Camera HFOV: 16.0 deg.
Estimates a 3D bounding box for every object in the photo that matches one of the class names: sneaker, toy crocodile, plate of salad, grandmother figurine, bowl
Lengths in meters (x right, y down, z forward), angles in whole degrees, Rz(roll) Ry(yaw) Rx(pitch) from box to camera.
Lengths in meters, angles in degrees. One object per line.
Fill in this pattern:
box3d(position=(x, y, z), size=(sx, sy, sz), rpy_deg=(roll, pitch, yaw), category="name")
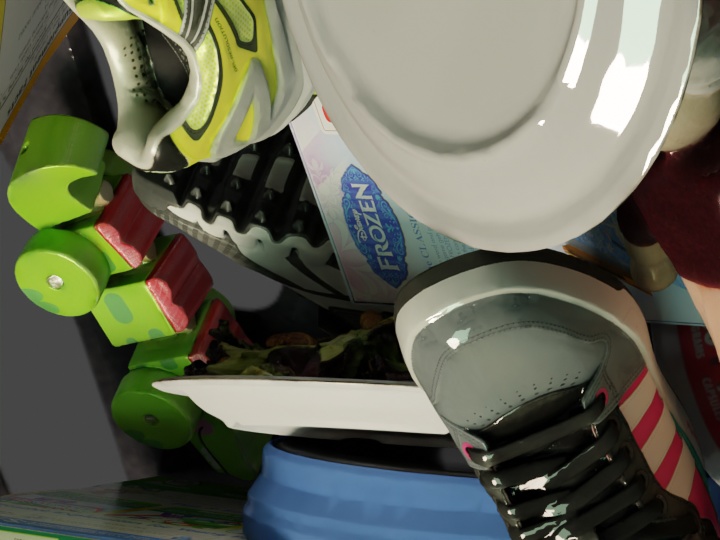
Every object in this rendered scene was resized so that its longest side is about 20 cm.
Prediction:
box3d(position=(0.000, 0.000, 1.037), size=(0.199, 0.067, 0.091), rpy_deg=(15, 135, 8), category="sneaker")
box3d(position=(-0.088, 0.012, 1.090), size=(0.061, 0.068, 0.200), rpy_deg=(-9, 128, 33), category="toy crocodile")
box3d(position=(0.073, 0.083, 0.824), size=(0.083, 0.121, 0.200), rpy_deg=(-23, 145, 15), category="sneaker")
box3d(position=(0.037, -0.106, 0.748), size=(0.200, 0.048, 0.201), rpy_deg=(25, 122, 49), category="plate of salad")
box3d(position=(0.120, -0.004, 0.799), size=(0.121, 0.061, 0.201), rpy_deg=(-3, 121, 46), category="grandmother figurine")
box3d(position=(0.021, 0.040, 0.964), size=(0.199, 0.048, 0.200), rpy_deg=(4, 175, 0), category="plate of salad")
box3d(position=(-0.065, -0.123, 0.841), size=(0.075, 0.076, 0.201), rpy_deg=(7, 125, 39), category="sneaker")
box3d(position=(0.052, 0.093, 1.038), size=(0.199, 0.200, 0.040), rpy_deg=(4, 91, 22), category="bowl")

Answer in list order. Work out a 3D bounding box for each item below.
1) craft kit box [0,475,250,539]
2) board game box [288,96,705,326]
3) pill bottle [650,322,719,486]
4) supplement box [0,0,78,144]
box3d(position=(-0.065, 0.124, 1.103), size=(0.199, 0.197, 0.049), rpy_deg=(4, 95, 32), category="craft kit box")
box3d(position=(0.054, -0.076, 0.870), size=(0.199, 0.041, 0.201), rpy_deg=(4, 125, 38), category="board game box")
box3d(position=(0.214, 0.009, 0.905), size=(0.199, 0.120, 0.120), rpy_deg=(-18, 123, 37), category="pill bottle")
box3d(position=(-0.161, -0.146, 0.932), size=(0.109, 0.109, 0.201), rpy_deg=(21, 138, 4), category="supplement box")
